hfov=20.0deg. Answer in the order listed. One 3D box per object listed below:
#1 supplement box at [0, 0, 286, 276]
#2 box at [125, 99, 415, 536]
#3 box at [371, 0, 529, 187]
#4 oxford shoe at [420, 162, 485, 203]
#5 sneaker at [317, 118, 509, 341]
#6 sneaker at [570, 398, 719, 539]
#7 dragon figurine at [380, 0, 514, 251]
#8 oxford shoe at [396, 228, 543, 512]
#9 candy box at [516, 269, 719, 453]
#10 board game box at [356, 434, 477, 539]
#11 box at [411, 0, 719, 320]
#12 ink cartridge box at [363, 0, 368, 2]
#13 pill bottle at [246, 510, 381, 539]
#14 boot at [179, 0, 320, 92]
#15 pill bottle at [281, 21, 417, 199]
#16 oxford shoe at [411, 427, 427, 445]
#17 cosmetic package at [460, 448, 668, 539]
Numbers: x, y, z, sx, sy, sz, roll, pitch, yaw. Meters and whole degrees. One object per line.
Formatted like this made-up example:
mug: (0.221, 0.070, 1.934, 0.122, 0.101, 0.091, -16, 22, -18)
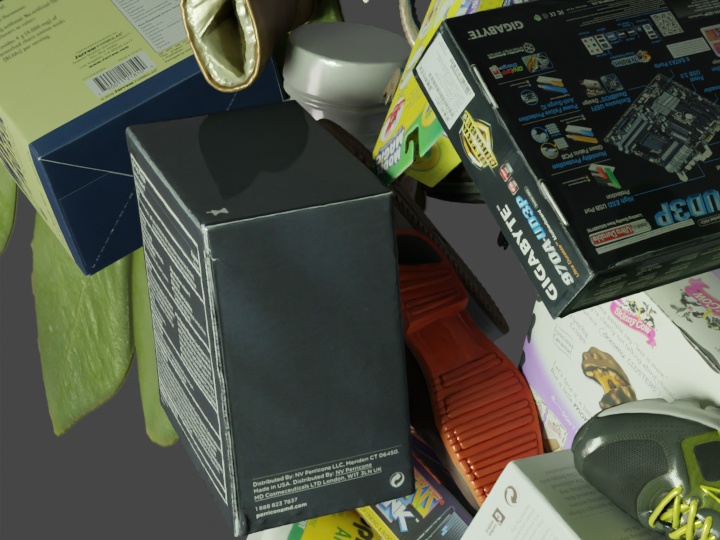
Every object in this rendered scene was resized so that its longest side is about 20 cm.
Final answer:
supplement box: (-0.189, -0.142, 1.584, 0.200, 0.200, 0.134, 48, 162, 39)
box: (-0.056, 0.022, 1.246, 0.200, 0.123, 0.199, -132, 33, -62)
box: (0.069, -0.138, 1.197, 0.048, 0.200, 0.117, 29, 151, -11)
oxford shoe: (0.119, -0.086, 1.209, 0.200, 0.073, 0.085, -14, 85, 34)
sneaker: (0.000, 0.000, 1.363, 0.200, 0.112, 0.071, 50, -170, -21)
sneaker: (0.204, 0.138, 1.095, 0.200, 0.085, 0.075, 24, 131, 4)
dragon figurine: (0.071, -0.103, 1.323, 0.059, 0.099, 0.201, 133, 136, -59)
oxford shoe: (0.053, 0.075, 1.282, 0.073, 0.071, 0.200, -46, 63, 52)
candy box: (0.174, 0.077, 1.222, 0.168, 0.071, 0.200, 51, 144, 36)
board game box: (0.084, 0.190, 1.332, 0.165, 0.057, 0.200, 47, -175, 41)
box: (0.148, -0.073, 1.059, 0.159, 0.200, 0.046, 61, 146, 20)
ink cartridge box: (0.039, -0.261, 1.212, 0.117, 0.067, 0.200, 113, 160, -50)
pill bottle: (0.011, 0.239, 1.458, 0.200, 0.113, 0.113, 26, 144, -5)
boot: (-0.082, -0.227, 1.408, 0.200, 0.066, 0.176, -54, -54, -70)
pill bottle: (-0.017, -0.066, 1.433, 0.114, 0.114, 0.201, 37, 128, 47)
oxford shoe: (0.027, 0.080, 1.443, 0.199, 0.070, 0.075, 11, 77, 23)
cosmetic package: (0.159, 0.190, 1.122, 0.200, 0.101, 0.071, 49, 126, 31)
